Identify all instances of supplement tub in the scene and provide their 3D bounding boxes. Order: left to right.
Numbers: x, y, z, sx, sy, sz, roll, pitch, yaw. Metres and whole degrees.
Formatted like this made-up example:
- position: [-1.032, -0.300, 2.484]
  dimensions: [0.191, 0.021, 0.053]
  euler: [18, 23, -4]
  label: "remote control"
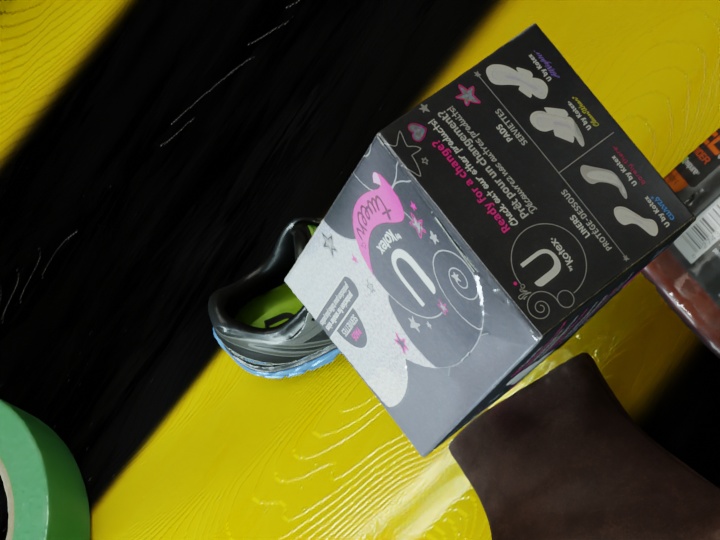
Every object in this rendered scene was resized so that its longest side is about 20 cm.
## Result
- position: [0.237, -0.049, 1.156]
  dimensions: [0.200, 0.107, 0.107]
  euler: [-42, 56, 7]
  label: "supplement tub"

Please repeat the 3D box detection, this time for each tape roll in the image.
- position: [-0.264, 0.174, 1.381]
  dimensions: [0.199, 0.048, 0.202]
  euler: [-11, 65, 25]
  label: "tape roll"

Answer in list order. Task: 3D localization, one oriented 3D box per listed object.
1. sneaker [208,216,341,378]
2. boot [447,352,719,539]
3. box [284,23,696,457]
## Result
- position: [0.000, 0.000, 1.282]
  dimensions: [0.199, 0.083, 0.071]
  euler: [-27, 58, 15]
  label: "sneaker"
- position: [0.149, 0.110, 1.158]
  dimensions: [0.199, 0.072, 0.167]
  euler: [-33, 59, 18]
  label: "boot"
- position: [0.057, -0.010, 1.135]
  dimensions: [0.114, 0.200, 0.132]
  euler: [-36, 83, -26]
  label: "box"
